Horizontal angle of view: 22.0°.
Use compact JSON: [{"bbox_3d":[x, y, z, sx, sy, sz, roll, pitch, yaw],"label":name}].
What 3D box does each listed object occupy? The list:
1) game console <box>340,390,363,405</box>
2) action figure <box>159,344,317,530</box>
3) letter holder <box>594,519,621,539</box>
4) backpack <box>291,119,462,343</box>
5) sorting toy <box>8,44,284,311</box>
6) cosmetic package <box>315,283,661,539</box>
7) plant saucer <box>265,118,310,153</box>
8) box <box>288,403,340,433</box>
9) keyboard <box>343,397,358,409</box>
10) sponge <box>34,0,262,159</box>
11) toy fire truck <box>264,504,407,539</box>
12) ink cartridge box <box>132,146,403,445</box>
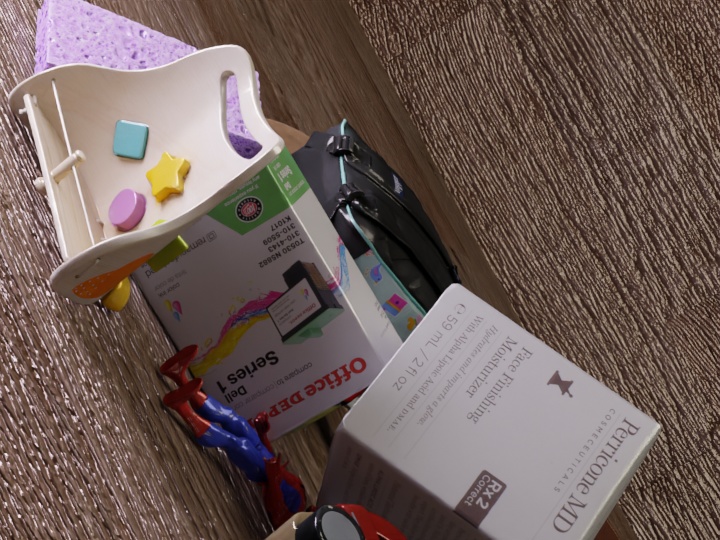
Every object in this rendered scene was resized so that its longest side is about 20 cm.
[{"bbox_3d":[-0.063,0.043,1.787,0.200,0.119,0.172,49,41,4],"label":"game console"},{"bbox_3d":[-0.081,0.142,1.422,0.201,0.051,0.066,56,6,-35],"label":"action figure"},{"bbox_3d":[0.157,0.291,1.613,0.143,0.100,0.201,57,31,-27],"label":"letter holder"},{"bbox_3d":[0.000,0.000,1.620,0.200,0.153,0.177,40,23,-32],"label":"backpack"},{"bbox_3d":[-0.144,-0.080,1.346,0.107,0.179,0.201,48,16,-47],"label":"sorting toy"},{"bbox_3d":[0.095,0.156,1.441,0.199,0.165,0.165,34,-29,11],"label":"cosmetic package"},{"bbox_3d":[-0.083,-0.076,1.757,0.198,0.030,0.201,18,42,-17],"label":"plant saucer"},{"bbox_3d":[-0.090,0.045,1.637,0.201,0.050,0.075,62,10,6],"label":"box"},{"bbox_3d":[0.018,0.144,1.750,0.199,0.011,0.056,35,3,22],"label":"keyboard"},{"bbox_3d":[-0.176,-0.161,1.554,0.198,0.030,0.112,21,35,-22],"label":"sponge"},{"bbox_3d":[0.040,0.247,1.288,0.199,0.129,0.177,9,47,-49],"label":"toy fire truck"},{"bbox_3d":[-0.077,0.023,1.480,0.201,0.144,0.084,59,14,-6],"label":"ink cartridge box"}]
